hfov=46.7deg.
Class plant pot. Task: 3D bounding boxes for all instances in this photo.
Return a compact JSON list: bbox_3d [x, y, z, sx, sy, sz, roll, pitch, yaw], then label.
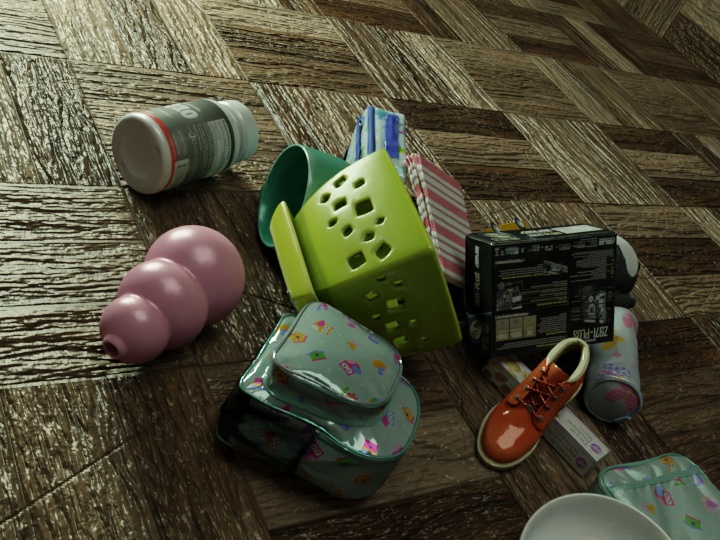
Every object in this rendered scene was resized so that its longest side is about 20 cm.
[{"bbox_3d":[0.000,0.000,1.060,0.181,0.200,0.199,-21,48,0],"label":"plant pot"}]

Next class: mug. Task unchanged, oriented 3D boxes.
[{"bbox_3d":[-0.066,-0.102,1.203,0.114,0.152,0.185,16,34,-30],"label":"mug"}]

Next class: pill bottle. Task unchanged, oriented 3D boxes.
[{"bbox_3d":[-0.251,-0.189,1.221,0.114,0.114,0.200,40,37,17],"label":"pill bottle"}]

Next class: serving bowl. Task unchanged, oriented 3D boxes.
[{"bbox_3d":[0.259,0.349,0.910,0.199,0.066,0.200,6,47,-6],"label":"serving bowl"}]

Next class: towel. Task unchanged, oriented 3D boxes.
[{"bbox_3d":[0.125,-0.065,1.234,0.146,0.030,0.201,23,52,-54],"label":"towel"}]

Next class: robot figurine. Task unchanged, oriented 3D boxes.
[{"bbox_3d":[0.384,-0.001,1.404,0.200,0.125,0.150,-1,2,-42],"label":"robot figurine"}]

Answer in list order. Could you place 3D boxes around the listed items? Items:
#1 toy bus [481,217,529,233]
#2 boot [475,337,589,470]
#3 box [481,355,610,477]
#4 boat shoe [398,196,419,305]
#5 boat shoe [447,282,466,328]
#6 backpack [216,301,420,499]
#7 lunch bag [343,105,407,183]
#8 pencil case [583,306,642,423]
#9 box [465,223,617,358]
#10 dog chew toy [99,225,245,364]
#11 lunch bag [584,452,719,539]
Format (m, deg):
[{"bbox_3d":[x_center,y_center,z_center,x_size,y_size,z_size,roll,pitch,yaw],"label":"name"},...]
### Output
[{"bbox_3d":[0.231,-0.033,1.368,0.078,0.065,0.200,53,29,14],"label":"toy bus"},{"bbox_3d":[0.222,0.166,1.067,0.075,0.107,0.200,38,62,19],"label":"boot"},{"bbox_3d":[0.252,0.191,1.145,0.041,0.039,0.200,-17,55,-43],"label":"box"},{"bbox_3d":[0.065,-0.026,1.236,0.071,0.072,0.200,45,37,-31],"label":"boat shoe"},{"bbox_3d":[0.122,0.006,1.274,0.074,0.062,0.200,13,39,-23],"label":"boat shoe"},{"bbox_3d":[-0.031,0.145,0.922,0.200,0.153,0.176,35,30,-3],"label":"backpack"},{"bbox_3d":[0.021,-0.155,1.315,0.082,0.161,0.200,13,43,-11],"label":"lunch bag"},{"bbox_3d":[0.382,0.140,1.263,0.083,0.091,0.200,-7,28,20],"label":"pencil case"},{"bbox_3d":[0.256,0.025,1.187,0.199,0.164,0.086,-7,13,-17],"label":"box"},{"bbox_3d":[-0.222,0.033,0.963,0.124,0.125,0.200,33,44,8],"label":"dog chew toy"},{"bbox_3d":[0.379,0.311,1.047,0.200,0.077,0.161,0,44,-34],"label":"lunch bag"}]
